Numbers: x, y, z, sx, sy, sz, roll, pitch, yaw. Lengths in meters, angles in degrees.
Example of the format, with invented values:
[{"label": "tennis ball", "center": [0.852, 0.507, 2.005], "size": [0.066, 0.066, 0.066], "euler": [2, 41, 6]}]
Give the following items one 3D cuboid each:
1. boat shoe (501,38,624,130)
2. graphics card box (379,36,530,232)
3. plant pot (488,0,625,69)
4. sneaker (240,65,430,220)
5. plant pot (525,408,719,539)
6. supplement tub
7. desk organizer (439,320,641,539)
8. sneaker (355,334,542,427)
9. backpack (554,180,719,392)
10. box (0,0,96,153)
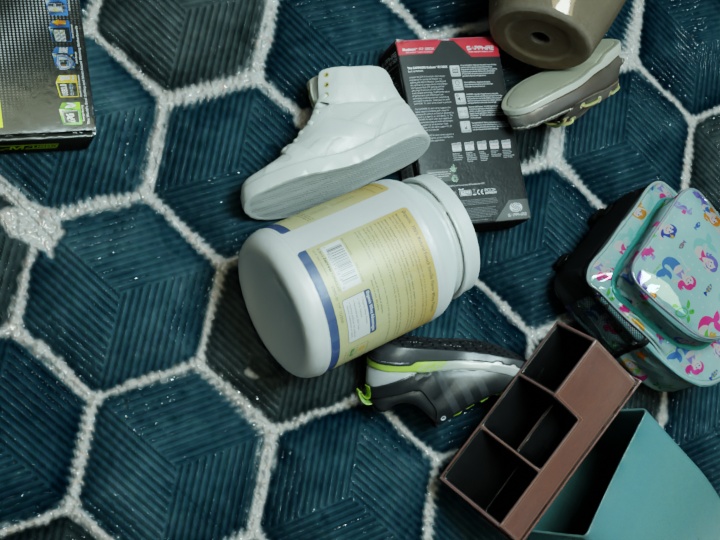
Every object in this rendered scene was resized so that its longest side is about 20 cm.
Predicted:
[{"label": "boat shoe", "center": [0.221, -0.189, 1.338], "size": [0.199, 0.071, 0.060], "euler": [-37, 124, -41]}, {"label": "graphics card box", "center": [0.099, -0.140, 1.302], "size": [0.124, 0.051, 0.203], "euler": [-7, 80, -25]}, {"label": "plant pot", "center": [0.213, -0.313, 1.306], "size": [0.198, 0.200, 0.177], "euler": [24, 70, -16]}, {"label": "sneaker", "center": [-0.043, -0.132, 1.239], "size": [0.198, 0.074, 0.116], "euler": [-23, 66, -14]}, {"label": "plant pot", "center": [0.274, 0.257, 1.244], "size": [0.200, 0.141, 0.142], "euler": [41, 66, -19]}, {"label": "supplement tub", "center": [0.000, 0.000, 1.176], "size": [0.198, 0.144, 0.146], "euler": [-23, 88, -25]}, {"label": "desk organizer", "center": [0.173, 0.156, 1.212], "size": [0.077, 0.072, 0.201], "euler": [41, 83, -30]}, {"label": "sneaker", "center": [0.087, 0.114, 1.244], "size": [0.197, 0.072, 0.084], "euler": [7, 99, -20]}, {"label": "backpack", "center": [0.329, 0.023, 1.316], "size": [0.200, 0.150, 0.178], "euler": [47, 64, -12]}, {"label": "box", "center": [-0.348, -0.206, 1.131], "size": [0.191, 0.047, 0.203], "euler": [-4, 79, -26]}]
